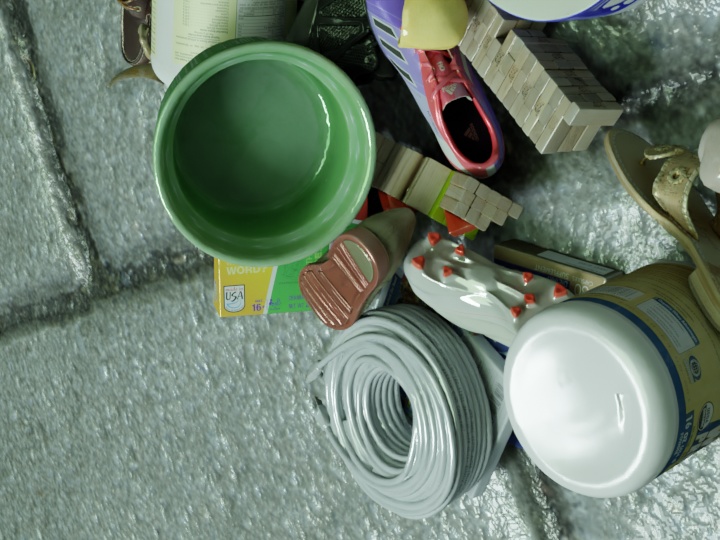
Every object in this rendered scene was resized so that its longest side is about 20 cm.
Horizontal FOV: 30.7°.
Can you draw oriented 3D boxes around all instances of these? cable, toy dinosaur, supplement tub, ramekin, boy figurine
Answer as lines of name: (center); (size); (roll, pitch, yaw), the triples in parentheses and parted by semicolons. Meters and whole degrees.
cable: (0.041, 0.133, 1.236); (0.201, 0.069, 0.200); (61, 141, 21)
toy dinosaur: (-0.198, -0.209, 1.369); (0.058, 0.200, 0.102); (-13, 78, 16)
supplement tub: (-0.133, -0.254, 1.283); (0.144, 0.144, 0.202); (23, 118, 38)
supplement tub: (0.219, 0.074, 1.000); (0.144, 0.199, 0.146); (16, 114, 41)
ramekin: (-0.092, -0.113, 1.179); (0.098, 0.198, 0.202); (-125, 35, -66)
boy figurine: (0.040, -0.275, 1.086); (0.124, 0.064, 0.202); (120, 137, -83)

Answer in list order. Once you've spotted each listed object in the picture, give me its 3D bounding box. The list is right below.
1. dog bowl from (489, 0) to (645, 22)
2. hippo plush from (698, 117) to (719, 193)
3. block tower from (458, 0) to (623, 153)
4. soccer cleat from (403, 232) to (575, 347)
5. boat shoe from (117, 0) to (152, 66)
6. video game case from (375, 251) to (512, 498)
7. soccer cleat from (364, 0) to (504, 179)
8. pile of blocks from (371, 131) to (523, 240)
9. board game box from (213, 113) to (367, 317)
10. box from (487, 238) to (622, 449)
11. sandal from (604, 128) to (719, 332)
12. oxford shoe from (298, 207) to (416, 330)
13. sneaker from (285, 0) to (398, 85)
dog bowl: (0.163, -0.297, 1.024); (0.199, 0.078, 0.202); (17, 114, 41)
hippo plush: (0.321, -0.041, 0.914); (0.159, 0.200, 0.162); (32, 146, 34)
block tower: (0.131, -0.179, 1.085); (0.201, 0.054, 0.058); (57, 136, 32)
soccer cleat: (0.126, 0.033, 1.141); (0.199, 0.069, 0.078); (30, 158, 23)
boat shoe: (-0.246, -0.315, 1.428); (0.072, 0.072, 0.201); (36, 126, 31)
video game case: (0.075, 0.098, 1.253); (0.200, 0.018, 0.144); (49, 137, 34)
soccer cleat: (0.068, -0.172, 1.136); (0.068, 0.073, 0.201); (-28, 95, 1)
pile of blocks: (0.062, -0.065, 1.187); (0.200, 0.082, 0.063); (33, 95, 49)
board game box: (-0.069, -0.060, 1.279); (0.040, 0.151, 0.202); (-126, 34, -66)
box: (0.168, 0.084, 1.175); (0.120, 0.032, 0.202); (18, 116, 40)
sandal: (0.262, -0.050, 0.984); (0.070, 0.077, 0.213); (-55, 45, 39)
oxford shoe: (0.000, 0.000, 1.210); (0.071, 0.074, 0.200); (52, 154, 0)
sneaker: (0.012, -0.249, 1.197); (0.114, 0.076, 0.200); (37, 121, 17)
